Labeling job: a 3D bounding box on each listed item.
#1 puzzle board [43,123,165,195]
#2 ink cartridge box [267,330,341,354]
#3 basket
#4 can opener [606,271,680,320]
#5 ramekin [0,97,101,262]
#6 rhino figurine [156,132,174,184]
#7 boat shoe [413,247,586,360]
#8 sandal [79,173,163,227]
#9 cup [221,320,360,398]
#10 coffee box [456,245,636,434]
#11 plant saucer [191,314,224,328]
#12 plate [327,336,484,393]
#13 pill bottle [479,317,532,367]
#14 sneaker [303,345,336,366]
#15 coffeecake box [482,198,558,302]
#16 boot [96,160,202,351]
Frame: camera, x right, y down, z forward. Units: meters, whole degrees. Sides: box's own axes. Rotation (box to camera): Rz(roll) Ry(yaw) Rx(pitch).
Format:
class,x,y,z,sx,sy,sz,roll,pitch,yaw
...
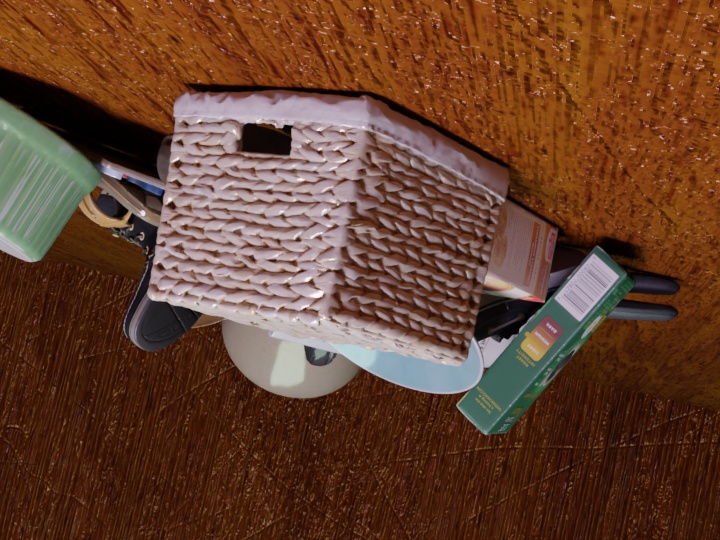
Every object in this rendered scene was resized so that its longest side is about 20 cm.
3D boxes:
class,x,y,z,sx,sy,sz,roll,pitch,yaw
puzzle board,-0.233,-0.101,1.399,0.150,0.018,0.199,19,-176,-45
ink cartridge box,0.002,0.012,1.478,0.198,0.083,0.148,16,-142,-27
basket,-0.024,-0.031,1.107,0.196,0.163,0.199,7,174,38
can opener,0.226,0.020,1.496,0.197,0.064,0.079,13,174,2
ramekin,-0.335,-0.091,1.283,0.198,0.099,0.200,28,170,5
rhino figurine,-0.125,-0.046,1.307,0.087,0.060,0.202,16,141,29
boat shoe,0.132,0.034,1.419,0.198,0.069,0.072,-21,-154,-20
sandal,-0.253,-0.074,1.448,0.199,0.055,0.080,26,-176,40
cup,-0.072,0.040,1.885,0.197,0.202,0.144,13,146,-4
coffee box,0.177,0.068,1.391,0.044,0.201,0.123,42,-173,14
plant saucer,-0.155,-0.007,1.726,0.199,0.200,0.036,6,131,50
plate,0.026,0.043,1.332,0.198,0.026,0.201,24,151,14
pill bottle,0.133,0.054,1.768,0.197,0.116,0.114,15,174,-16
sneaker,-0.066,0.024,1.644,0.078,0.202,0.076,-11,-145,-12
coffeecake box,0.064,-0.034,1.298,0.152,0.074,0.199,8,173,32
boot,-0.212,-0.021,1.481,0.152,0.205,0.074,14,154,33
